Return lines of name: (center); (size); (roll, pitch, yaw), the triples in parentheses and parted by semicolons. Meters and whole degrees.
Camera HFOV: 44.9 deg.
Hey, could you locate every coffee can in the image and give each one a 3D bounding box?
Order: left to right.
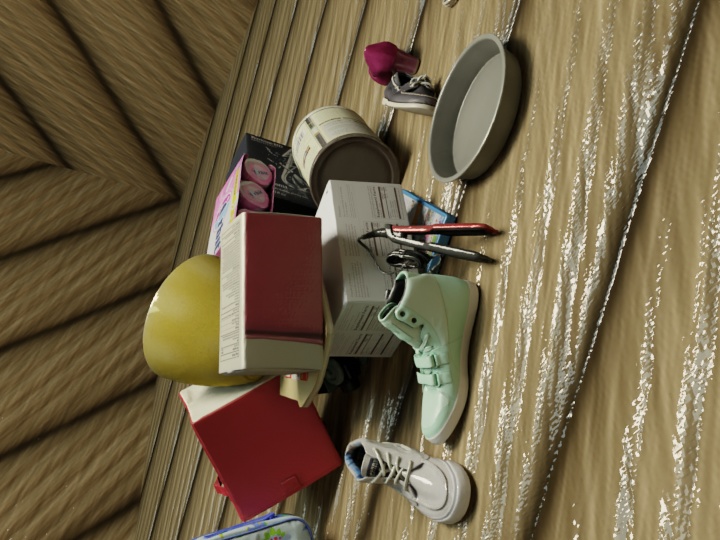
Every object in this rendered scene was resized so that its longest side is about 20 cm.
coffee can: (-0.029, -0.182, 1.456); (0.200, 0.146, 0.147); (-118, 45, -63)

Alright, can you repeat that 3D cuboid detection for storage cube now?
storage cube: (-0.161, 0.246, 1.361); (0.180, 0.200, 0.171); (66, 167, -15)

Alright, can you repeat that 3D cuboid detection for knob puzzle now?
knob puzzle: (-0.066, 0.087, 1.190); (0.220, 0.030, 0.220); (-177, 90, -69)

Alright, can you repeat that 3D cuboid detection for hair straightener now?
hair straightener: (0.075, -0.022, 1.085); (0.200, 0.041, 0.077); (5, 81, 37)

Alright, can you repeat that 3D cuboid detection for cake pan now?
cake pan: (0.150, -0.207, 1.142); (0.200, 0.037, 0.201); (-166, 90, -71)

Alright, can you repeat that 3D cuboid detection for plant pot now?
plant pot: (-0.199, 0.093, 1.292); (0.142, 0.200, 0.200); (21, 99, 27)

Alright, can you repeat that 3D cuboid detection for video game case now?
video game case: (0.073, -0.032, 1.261); (0.200, 0.018, 0.143); (-135, 62, -68)

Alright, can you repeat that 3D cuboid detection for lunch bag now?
lunch bag: (-0.157, 0.443, 1.259); (0.082, 0.200, 0.161); (153, 104, -67)

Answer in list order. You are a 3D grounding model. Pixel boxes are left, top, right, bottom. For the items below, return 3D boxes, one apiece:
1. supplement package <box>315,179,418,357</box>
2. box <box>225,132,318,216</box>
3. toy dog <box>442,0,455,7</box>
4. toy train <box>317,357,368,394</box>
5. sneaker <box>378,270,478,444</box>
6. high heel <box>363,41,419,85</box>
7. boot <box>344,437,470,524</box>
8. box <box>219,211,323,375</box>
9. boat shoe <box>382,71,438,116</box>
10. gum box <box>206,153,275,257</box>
supplement package: (0.000, 0.000, 1.230); (0.156, 0.111, 0.200); (116, 152, -53)
box: (-0.147, -0.139, 1.674); (0.197, 0.200, 0.124); (-102, 34, -51)
toy dog: (0.127, -0.520, 1.340); (0.132, 0.096, 0.200); (-101, 31, -51)
toy train: (-0.069, 0.100, 1.338); (0.114, 0.085, 0.200); (-15, 105, 47)
sneaker: (0.067, 0.099, 1.033); (0.074, 0.118, 0.201); (161, 120, -65)
high heel: (0.026, -0.368, 1.511); (0.200, 0.096, 0.068); (-163, 88, -71)
boot: (0.046, 0.243, 1.020); (0.200, 0.095, 0.074); (174, 109, -70)
box: (-0.118, 0.035, 1.139); (0.128, 0.109, 0.201); (158, 113, -66)
boat shoe: (0.078, -0.275, 1.340); (0.200, 0.072, 0.063); (-129, 53, -72)
gum box: (-0.196, -0.090, 1.444); (0.114, 0.066, 0.200); (-52, 26, 36)
